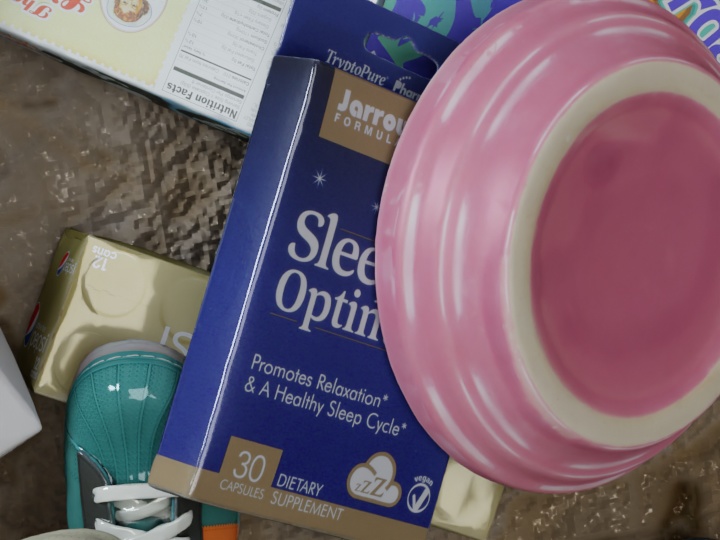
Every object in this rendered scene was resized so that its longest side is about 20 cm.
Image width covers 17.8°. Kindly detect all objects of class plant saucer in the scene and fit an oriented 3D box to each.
[{"bbox_3d":[0.096,-0.009,0.898,0.200,0.051,0.202,-8,103,-38],"label":"plant saucer"}]

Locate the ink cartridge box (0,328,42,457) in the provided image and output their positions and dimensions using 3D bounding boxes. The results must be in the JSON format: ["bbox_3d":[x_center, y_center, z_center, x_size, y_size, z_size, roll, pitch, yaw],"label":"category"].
[{"bbox_3d":[-0.241,0.045,0.830,0.200,0.083,0.147,-33,130,-2],"label":"ink cartridge box"}]

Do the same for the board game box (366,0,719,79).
[{"bbox_3d":[0.086,-0.098,0.971,0.199,0.045,0.153,-29,100,-12],"label":"board game box"}]

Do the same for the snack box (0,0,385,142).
[{"bbox_3d":[-0.088,-0.132,0.899,0.199,0.037,0.117,23,87,0],"label":"snack box"}]

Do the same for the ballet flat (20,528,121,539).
[{"bbox_3d":[-0.169,0.139,0.845,0.199,0.069,0.070,-17,99,12],"label":"ballet flat"}]

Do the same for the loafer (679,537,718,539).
[{"bbox_3d":[0.097,0.171,0.966,0.200,0.063,0.072,-29,99,-24],"label":"loafer"}]

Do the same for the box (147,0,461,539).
[{"bbox_3d":[0.000,0.000,0.875,0.121,0.032,0.201,19,84,-40],"label":"box"}]

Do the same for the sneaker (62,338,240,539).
[{"bbox_3d":[-0.078,0.126,0.885,0.071,0.080,0.201,-4,119,-1],"label":"sneaker"}]

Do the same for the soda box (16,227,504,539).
[{"bbox_3d":[-0.035,0.046,0.938,0.199,0.064,0.068,20,88,-16],"label":"soda box"}]
